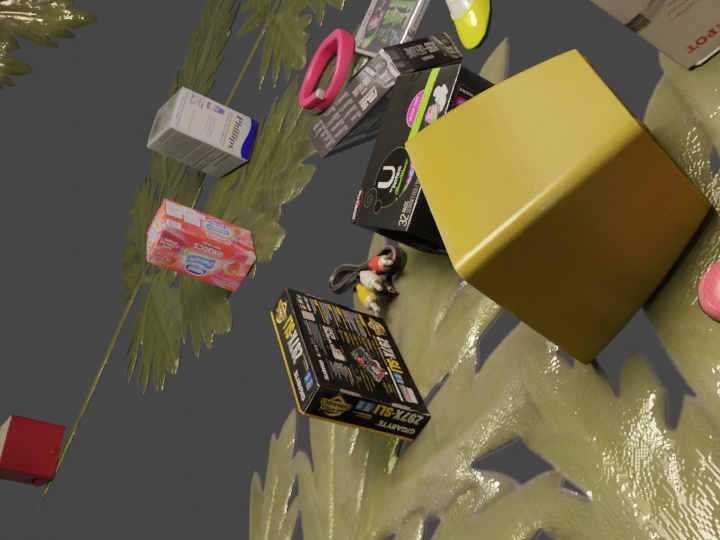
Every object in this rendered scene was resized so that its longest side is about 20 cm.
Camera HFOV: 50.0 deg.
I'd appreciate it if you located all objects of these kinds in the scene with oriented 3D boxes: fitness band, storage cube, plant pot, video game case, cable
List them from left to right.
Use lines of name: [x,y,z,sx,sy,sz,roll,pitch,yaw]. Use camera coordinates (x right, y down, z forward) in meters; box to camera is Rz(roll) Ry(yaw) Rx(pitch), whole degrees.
storage cube: [-1.103,0.599,2.550,0.171,0.178,0.202,-32,45,48]
fitness band: [-0.067,-0.379,1.473,0.200,0.037,0.145,-2,72,68]
cable: [0.000,0.000,1.115,0.199,0.050,0.098,16,86,61]
video game case: [0.061,-0.450,1.325,0.183,0.023,0.200,-65,29,10]
plant pot: [0.186,-0.073,0.703,0.176,0.199,0.201,-42,37,23]

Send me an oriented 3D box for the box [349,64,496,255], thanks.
box: [0.097,-0.130,0.952,0.148,0.123,0.202,13,85,61]

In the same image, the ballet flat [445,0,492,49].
ballet flat: [0.149,-0.407,1.096,0.067,0.066,0.202,-23,53,53]

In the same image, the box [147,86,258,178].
box: [-0.372,-0.320,1.821,0.183,0.198,0.106,-12,60,57]

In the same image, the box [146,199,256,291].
box: [-0.322,-0.050,1.560,0.095,0.198,0.103,-54,33,25]

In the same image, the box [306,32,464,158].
box: [0.034,-0.252,1.116,0.200,0.157,0.050,-38,84,44]

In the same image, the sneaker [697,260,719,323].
sneaker: [0.312,-0.005,0.531,0.199,0.086,0.075,-14,59,57]

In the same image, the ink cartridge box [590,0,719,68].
ink cartridge box: [0.272,-0.288,0.664,0.145,0.198,0.085,-38,39,44]

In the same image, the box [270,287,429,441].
box: [-0.018,0.113,0.962,0.050,0.158,0.201,-57,31,21]
